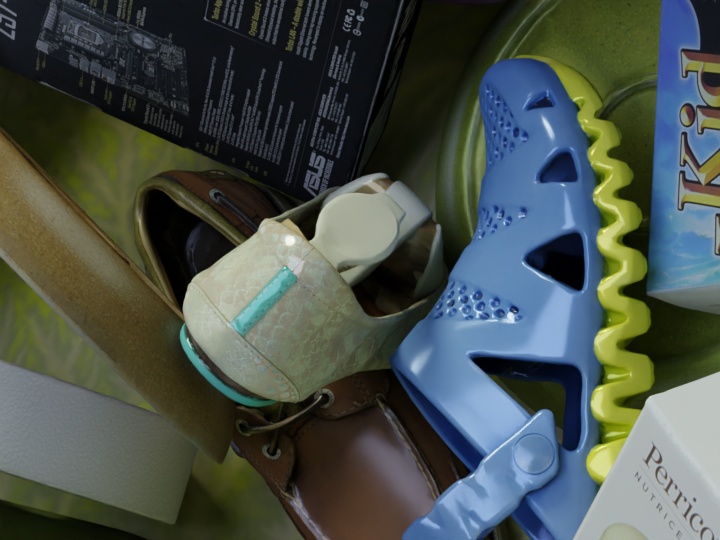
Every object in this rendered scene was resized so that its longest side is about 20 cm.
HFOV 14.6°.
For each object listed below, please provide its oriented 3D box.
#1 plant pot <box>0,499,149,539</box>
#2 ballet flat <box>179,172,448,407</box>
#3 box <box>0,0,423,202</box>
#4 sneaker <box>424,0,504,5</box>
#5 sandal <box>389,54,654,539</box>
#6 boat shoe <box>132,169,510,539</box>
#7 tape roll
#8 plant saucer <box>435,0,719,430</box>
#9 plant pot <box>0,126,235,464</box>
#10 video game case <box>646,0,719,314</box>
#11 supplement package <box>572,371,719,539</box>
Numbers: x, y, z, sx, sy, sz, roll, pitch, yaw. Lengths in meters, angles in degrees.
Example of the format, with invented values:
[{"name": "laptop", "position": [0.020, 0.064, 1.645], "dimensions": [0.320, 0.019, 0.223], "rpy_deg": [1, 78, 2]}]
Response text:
[{"name": "plant pot", "position": [-0.146, 0.152, 0.974], "dimensions": [0.199, 0.190, 0.201], "rpy_deg": [-4, 82, 33]}, {"name": "ballet flat", "position": [0.000, 0.000, 0.932], "dimensions": [0.067, 0.200, 0.062], "rpy_deg": [41, 107, 3]}, {"name": "box", "position": [-0.055, -0.118, 0.956], "dimensions": [0.160, 0.200, 0.044], "rpy_deg": [24, 56, 5]}, {"name": "sneaker", "position": [-0.025, -0.121, 1.035], "dimensions": [0.199, 0.089, 0.081], "rpy_deg": [11, 43, 23]}, {"name": "sandal", "position": [0.050, 0.026, 0.905], "dimensions": [0.087, 0.080, 0.201], "rpy_deg": [-3, 74, -1]}, {"name": "boat shoe", "position": [-0.023, 0.047, 0.999], "dimensions": [0.072, 0.068, 0.200], "rpy_deg": [-46, 61, 15]}, {"name": "tape roll", "position": [-0.156, 0.045, 1.004], "dimensions": [0.202, 0.203, 0.037], "rpy_deg": [13, 83, 33]}, {"name": "plant saucer", "position": [0.106, -0.037, 0.962], "dimensions": [0.199, 0.031, 0.201], "rpy_deg": [-7, 76, 29]}, {"name": "plant pot", "position": [-0.107, -0.016, 0.928], "dimensions": [0.027, 0.200, 0.200], "rpy_deg": [-45, 59, -2]}, {"name": "video game case", "position": [0.170, -0.093, 0.860], "dimensions": [0.181, 0.045, 0.201], "rpy_deg": [-7, 75, 49]}, {"name": "supplement package", "position": [0.142, 0.132, 0.783], "dimensions": [0.152, 0.150, 0.200], "rpy_deg": [53, 141, 28]}]
